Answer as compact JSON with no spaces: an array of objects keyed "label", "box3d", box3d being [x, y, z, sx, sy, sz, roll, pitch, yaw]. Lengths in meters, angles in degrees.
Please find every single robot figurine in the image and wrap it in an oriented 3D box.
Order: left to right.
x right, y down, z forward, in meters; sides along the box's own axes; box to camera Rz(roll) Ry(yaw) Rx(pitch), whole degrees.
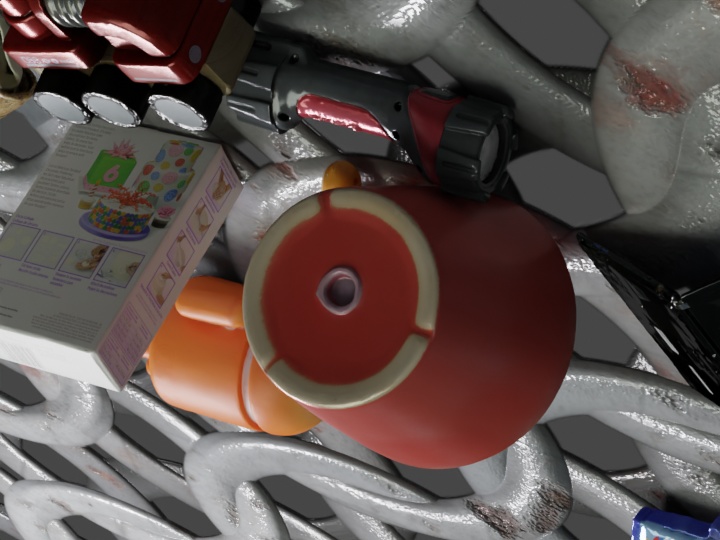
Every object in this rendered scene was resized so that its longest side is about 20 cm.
[{"label":"robot figurine","box3d":[-0.094,0.071,1.796,0.199,0.116,0.145,14,115,31]}]

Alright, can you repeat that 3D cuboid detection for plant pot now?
[{"label":"plant pot","box3d":[0.023,0.028,1.438,0.199,0.202,0.177,16,179,27]}]

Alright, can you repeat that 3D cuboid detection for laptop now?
[{"label":"laptop","box3d":[0.271,0.030,1.462,0.177,0.103,0.200,49,174,-32]}]

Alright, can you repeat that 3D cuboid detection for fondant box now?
[{"label":"fondant box","box3d":[-0.199,-0.017,1.650,0.144,0.201,0.058,13,151,31]}]

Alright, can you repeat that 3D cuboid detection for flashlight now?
[{"label":"flashlight","box3d":[0.005,-0.100,1.445,0.199,0.068,0.068,15,153,25]}]

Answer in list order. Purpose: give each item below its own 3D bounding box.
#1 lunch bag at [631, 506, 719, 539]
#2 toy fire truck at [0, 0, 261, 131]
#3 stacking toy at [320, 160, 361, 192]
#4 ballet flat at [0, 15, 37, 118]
[{"label":"lunch bag","box3d":[0.302,0.270,1.792,0.150,0.094,0.201,18,139,25]},{"label":"toy fire truck","box3d":[-0.181,-0.200,1.427,0.175,0.129,0.200,7,155,39]},{"label":"stacking toy","box3d":[0.000,0.000,1.607,0.109,0.116,0.201,11,137,29]},{"label":"ballet flat","box3d":[-0.306,-0.193,1.624,0.065,0.071,0.200,-14,139,20]}]
